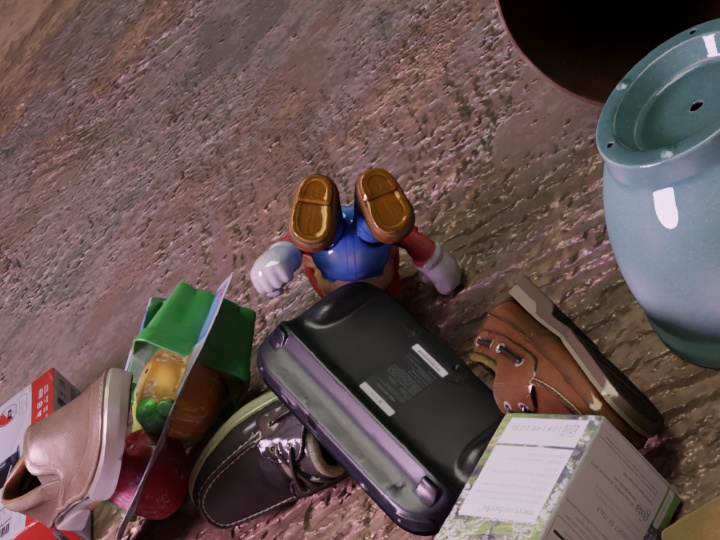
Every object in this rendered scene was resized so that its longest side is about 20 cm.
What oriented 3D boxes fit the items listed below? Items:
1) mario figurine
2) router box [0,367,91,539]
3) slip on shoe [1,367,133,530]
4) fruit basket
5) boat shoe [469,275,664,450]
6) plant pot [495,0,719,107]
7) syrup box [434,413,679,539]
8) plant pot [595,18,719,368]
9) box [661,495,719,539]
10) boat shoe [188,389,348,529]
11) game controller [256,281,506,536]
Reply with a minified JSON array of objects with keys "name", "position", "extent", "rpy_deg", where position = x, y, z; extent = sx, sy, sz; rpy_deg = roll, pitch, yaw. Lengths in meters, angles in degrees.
[{"name":"mario figurine","position":[0.000,0.000,1.217],"extent":[0.106,0.123,0.200],"rpy_deg":[-60,-10,-12]},{"name":"router box","position":[-0.303,0.198,1.426],"extent":[0.179,0.049,0.200],"rpy_deg":[-37,29,12]},{"name":"slip on shoe","position":[-0.202,0.124,1.194],"extent":[0.200,0.060,0.076],"rpy_deg":[129,149,-58]},{"name":"fruit basket","position":[-0.148,0.115,1.247],"extent":[0.200,0.094,0.185],"rpy_deg":[-63,1,-25]},{"name":"boat shoe","position":[0.120,0.072,1.047],"extent":[0.068,0.072,0.200],"rpy_deg":[-45,19,4]},{"name":"plant pot","position":[0.210,-0.243,1.260],"extent":[0.187,0.187,0.200],"rpy_deg":[-24,20,31]},{"name":"syrup box","position":[0.082,0.178,0.929],"extent":[0.079,0.081,0.200],"rpy_deg":[-4,47,52]},{"name":"plant pot","position":[0.221,-0.062,1.019],"extent":[0.200,0.134,0.201],"rpy_deg":[-32,30,21]},{"name":"box","position":[0.235,0.157,0.825],"extent":[0.163,0.021,0.200],"rpy_deg":[-34,30,17]},{"name":"boat shoe","position":[-0.031,0.113,1.172],"extent":[0.201,0.072,0.066],"rpy_deg":[-35,24,7]},{"name":"game controller","position":[0.019,0.083,1.111],"extent":[0.104,0.042,0.200],"rpy_deg":[-29,49,-21]}]
